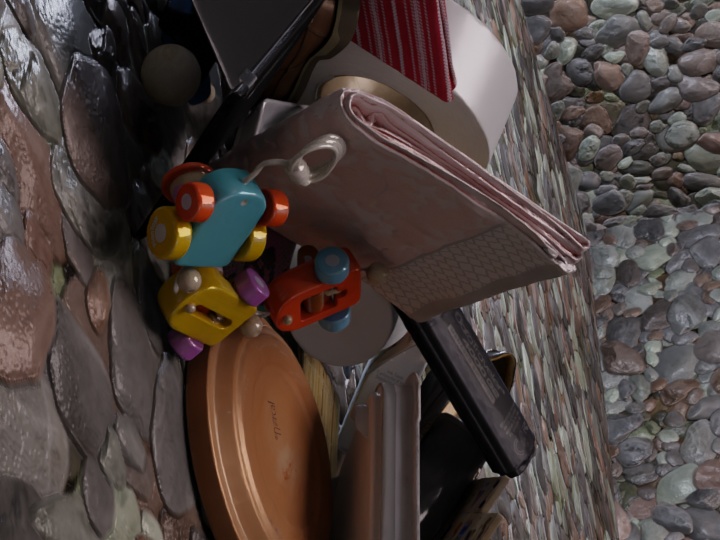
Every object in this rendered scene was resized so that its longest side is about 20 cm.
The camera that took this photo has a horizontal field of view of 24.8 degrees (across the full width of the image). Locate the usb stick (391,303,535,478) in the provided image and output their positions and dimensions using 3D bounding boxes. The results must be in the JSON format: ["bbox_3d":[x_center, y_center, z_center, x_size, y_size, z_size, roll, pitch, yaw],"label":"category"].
[{"bbox_3d":[0.072,0.064,1.225,0.201,0.032,0.056,58,35,-14],"label":"usb stick"}]

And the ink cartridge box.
[{"bbox_3d":[0.045,0.044,1.381,0.160,0.047,0.201,-62,175,-69],"label":"ink cartridge box"}]

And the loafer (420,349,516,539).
[{"bbox_3d":[0.067,0.137,1.273,0.073,0.072,0.201,38,49,-18],"label":"loafer"}]

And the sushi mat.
[{"bbox_3d":[-0.034,0.157,1.255,0.096,0.012,0.201,64,20,-45],"label":"sushi mat"}]

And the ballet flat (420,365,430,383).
[{"bbox_3d":[0.067,0.105,1.591,0.068,0.074,0.202,59,24,-56],"label":"ballet flat"}]

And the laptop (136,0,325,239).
[{"bbox_3d":[-0.099,-0.160,1.013,0.116,0.200,0.188,36,35,-4],"label":"laptop"}]

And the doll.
[{"bbox_3d":[-0.111,-0.175,1.122,0.201,0.048,0.137,-82,178,-51],"label":"doll"}]

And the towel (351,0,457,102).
[{"bbox_3d":[-0.012,-0.213,1.169,0.199,0.023,0.145,36,-18,24],"label":"towel"}]

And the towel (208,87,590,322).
[{"bbox_3d":[0.016,-0.035,1.032,0.190,0.199,0.032,32,66,-20],"label":"towel"}]

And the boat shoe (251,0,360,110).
[{"bbox_3d":[-0.064,-0.172,1.195,0.200,0.067,0.073,139,-45,-63],"label":"boat shoe"}]

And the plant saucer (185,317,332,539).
[{"bbox_3d":[-0.061,0.122,1.103,0.200,0.032,0.202,-15,90,-74],"label":"plant saucer"}]

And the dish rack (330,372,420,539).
[{"bbox_3d":[0.002,0.187,1.144,0.172,0.043,0.201,111,-15,-46],"label":"dish rack"}]

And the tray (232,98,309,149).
[{"bbox_3d":[-0.066,-0.075,1.231,0.200,0.022,0.109,-13,118,-77],"label":"tray"}]

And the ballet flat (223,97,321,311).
[{"bbox_3d":[-0.040,-0.040,1.162,0.069,0.071,0.201,-59,-177,48],"label":"ballet flat"}]

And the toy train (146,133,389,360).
[{"bbox_3d":[-0.061,-0.019,1.000,0.056,0.149,0.201,58,-13,31],"label":"toy train"}]

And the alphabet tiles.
[{"bbox_3d":[0.055,0.220,1.198,0.008,0.168,0.200,36,-11,-1],"label":"alphabet tiles"}]

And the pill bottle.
[{"bbox_3d":[0.000,0.000,1.312,0.200,0.112,0.114,-63,139,-69],"label":"pill bottle"}]

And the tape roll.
[{"bbox_3d":[0.024,-0.151,1.332,0.071,0.201,0.203,-64,150,-25],"label":"tape roll"}]
